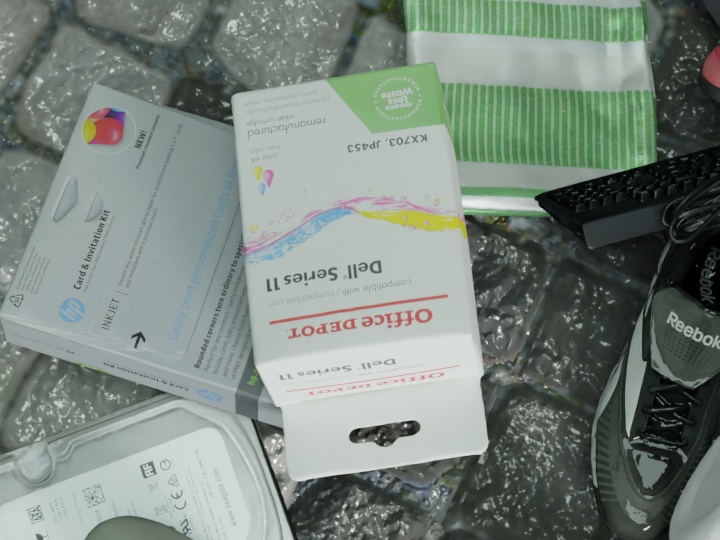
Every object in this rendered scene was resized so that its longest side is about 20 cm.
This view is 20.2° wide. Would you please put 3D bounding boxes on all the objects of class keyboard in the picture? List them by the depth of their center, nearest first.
[{"bbox_3d":[0.201,-0.060,1.103,0.198,0.104,0.040,-16,115,-15],"label":"keyboard"}]

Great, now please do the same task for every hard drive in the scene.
[{"bbox_3d":[-0.138,0.153,1.123,0.199,0.038,0.141,-20,79,-2],"label":"hard drive"}]

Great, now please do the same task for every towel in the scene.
[{"bbox_3d":[0.099,-0.129,1.162,0.151,0.023,0.202,1,79,-11],"label":"towel"}]

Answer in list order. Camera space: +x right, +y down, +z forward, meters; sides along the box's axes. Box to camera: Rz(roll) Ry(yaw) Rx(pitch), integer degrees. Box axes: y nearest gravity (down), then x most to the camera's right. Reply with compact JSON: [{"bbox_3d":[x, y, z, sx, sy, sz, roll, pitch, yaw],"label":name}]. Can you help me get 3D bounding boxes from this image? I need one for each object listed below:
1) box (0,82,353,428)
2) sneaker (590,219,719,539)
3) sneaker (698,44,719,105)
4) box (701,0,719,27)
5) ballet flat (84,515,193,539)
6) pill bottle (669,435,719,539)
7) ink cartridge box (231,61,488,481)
[{"bbox_3d":[-0.082,-0.006,1.131,0.198,0.041,0.157,17,65,3],"label":"box"},{"bbox_3d":[0.174,0.049,1.107,0.066,0.091,0.201,19,80,6],"label":"sneaker"},{"bbox_3d":[0.272,-0.150,1.125,0.199,0.087,0.074,-21,37,-18],"label":"sneaker"},{"bbox_3d":[0.232,-0.240,1.096,0.114,0.200,0.133,-32,80,-17],"label":"box"},{"bbox_3d":[-0.070,0.210,1.066,0.067,0.064,0.200,-41,101,1],"label":"ballet flat"},{"bbox_3d":[0.264,0.154,1.021,0.200,0.116,0.117,38,82,-3],"label":"pill bottle"},{"bbox_3d":[0.000,0.000,1.064,0.116,0.067,0.202,-9,66,5],"label":"ink cartridge box"}]
